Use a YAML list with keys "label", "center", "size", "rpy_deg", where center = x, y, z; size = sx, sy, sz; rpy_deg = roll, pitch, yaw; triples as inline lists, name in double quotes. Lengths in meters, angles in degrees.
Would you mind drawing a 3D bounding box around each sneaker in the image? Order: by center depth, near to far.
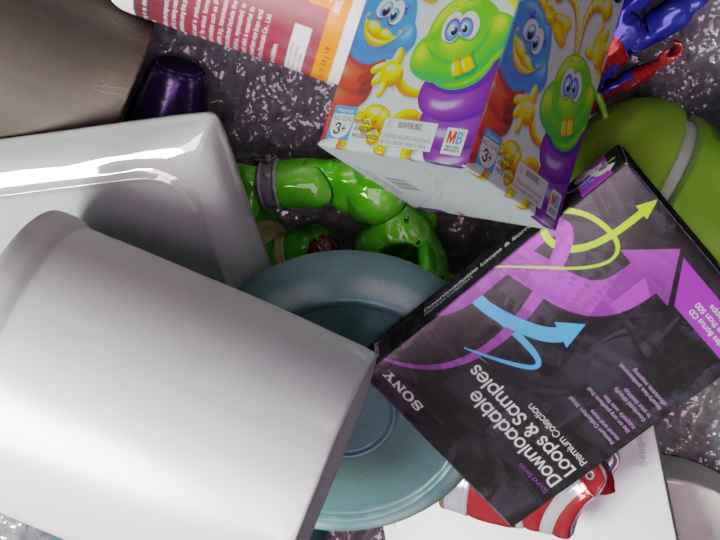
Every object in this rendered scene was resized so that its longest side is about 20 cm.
- label: "sneaker"
  center: [0.128, 0.078, 0.934]
  size: [0.112, 0.071, 0.202]
  rpy_deg: [17, 101, 18]

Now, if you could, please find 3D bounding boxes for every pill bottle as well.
- label: "pill bottle"
  center: [-0.081, -0.193, 0.841]
  size: [0.199, 0.113, 0.114]
  rpy_deg: [18, 113, -3]

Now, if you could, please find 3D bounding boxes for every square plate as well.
- label: "square plate"
  center: [-0.155, -0.003, 0.877]
  size: [0.197, 0.029, 0.201]
  rpy_deg: [-6, 133, 11]

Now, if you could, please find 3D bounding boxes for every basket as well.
- label: "basket"
  center: [-0.238, -0.142, 0.858]
  size: [0.199, 0.181, 0.136]
  rpy_deg: [25, 131, -15]

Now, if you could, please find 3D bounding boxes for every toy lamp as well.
- label: "toy lamp"
  center: [-0.140, -0.042, 0.940]
  size: [0.058, 0.058, 0.201]
  rpy_deg: [14, 113, -1]

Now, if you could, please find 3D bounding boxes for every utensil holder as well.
- label: "utensil holder"
  center: [-0.111, 0.082, 0.786]
  size: [0.199, 0.170, 0.171]
  rpy_deg: [23, 113, 5]

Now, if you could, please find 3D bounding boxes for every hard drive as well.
- label: "hard drive"
  center: [0.112, 0.157, 0.987]
  size: [0.199, 0.026, 0.133]
  rpy_deg: [-12, 86, 14]

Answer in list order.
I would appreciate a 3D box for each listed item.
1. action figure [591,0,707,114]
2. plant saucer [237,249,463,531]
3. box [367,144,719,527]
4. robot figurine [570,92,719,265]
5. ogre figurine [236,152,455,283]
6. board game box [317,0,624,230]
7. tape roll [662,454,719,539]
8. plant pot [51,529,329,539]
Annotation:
- label: "action figure"
  center: [0.170, -0.154, 0.874]
  size: [0.065, 0.052, 0.200]
  rpy_deg: [42, 112, -16]
- label: "plant saucer"
  center: [-0.010, 0.084, 0.887]
  size: [0.198, 0.027, 0.202]
  rpy_deg: [-1, 114, -1]
- label: "box"
  center: [0.119, 0.044, 0.835]
  size: [0.200, 0.036, 0.143]
  rpy_deg: [-39, 106, 17]
- label: "robot figurine"
  center: [0.205, -0.028, 0.885]
  size: [0.199, 0.116, 0.176]
  rpy_deg: [32, 120, -8]
- label: "ogre figurine"
  center: [0.000, 0.000, 0.926]
  size: [0.119, 0.098, 0.201]
  rpy_deg: [-19, 100, 23]
- label: "board game box"
  center: [0.073, -0.139, 0.791]
  size: [0.103, 0.105, 0.201]
  rpy_deg: [11, 80, 38]
- label: "tape roll"
  center: [0.204, 0.229, 1.036]
  size: [0.201, 0.037, 0.204]
  rpy_deg: [1, 113, 3]
- label: "plant pot"
  center: [-0.127, 0.207, 0.972]
  size: [0.198, 0.188, 0.202]
  rpy_deg: [2, 113, 4]
